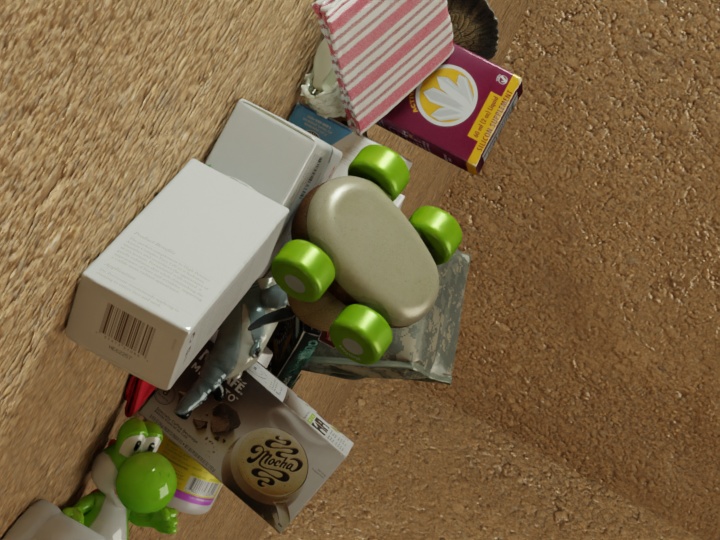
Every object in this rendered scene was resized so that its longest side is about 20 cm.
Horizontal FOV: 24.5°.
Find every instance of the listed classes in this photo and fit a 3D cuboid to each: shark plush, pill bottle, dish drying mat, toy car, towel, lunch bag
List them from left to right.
[{"bbox_3d":[-0.190,0.069,1.721,0.200,0.018,0.077,-53,169,-52],"label":"dish drying mat"},{"bbox_3d":[-0.175,0.166,1.871,0.200,0.104,0.104,-63,174,5],"label":"pill bottle"},{"bbox_3d":[-0.137,0.062,1.707,0.200,0.083,0.091,-61,-176,-5],"label":"shark plush"},{"bbox_3d":[-0.033,-0.002,1.580,0.200,0.158,0.164,-18,-151,53],"label":"toy car"},{"bbox_3d":[0.015,0.046,1.978,0.118,0.200,0.164,25,71,-56],"label":"lunch bag"},{"bbox_3d":[0.027,-0.240,1.663,0.146,0.030,0.200,-41,150,-15],"label":"towel"}]

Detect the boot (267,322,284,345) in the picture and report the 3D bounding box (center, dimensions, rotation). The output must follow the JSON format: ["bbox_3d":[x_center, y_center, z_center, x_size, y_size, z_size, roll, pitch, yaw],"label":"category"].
[{"bbox_3d":[-0.107,0.012,1.948,0.075,0.074,0.200,-65,177,-68],"label":"boot"}]

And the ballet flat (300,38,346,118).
[{"bbox_3d":[-0.002,-0.249,1.702,0.200,0.072,0.072,-65,174,8],"label":"ballet flat"}]

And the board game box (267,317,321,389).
[{"bbox_3d":[-0.080,0.033,1.975,0.135,0.028,0.200,123,-27,-47],"label":"board game box"}]

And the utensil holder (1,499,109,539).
[{"bbox_3d":[-0.248,0.332,1.520,0.170,0.200,0.170,-61,175,-9],"label":"utensil holder"}]

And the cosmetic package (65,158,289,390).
[{"bbox_3d":[-0.148,-0.001,1.364,0.200,0.102,0.074,-53,169,-52],"label":"cosmetic package"}]

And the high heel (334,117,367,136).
[{"bbox_3d":[0.016,-0.102,1.881,0.071,0.200,0.143,-20,142,-61],"label":"high heel"}]

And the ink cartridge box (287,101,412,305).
[{"bbox_3d":[-0.049,-0.062,1.806,0.200,0.128,0.125,-62,174,5],"label":"ink cartridge box"}]

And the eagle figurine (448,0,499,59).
[{"bbox_3d":[0.068,-0.265,1.959,0.152,0.151,0.200,-52,-175,-2],"label":"eagle figurine"}]

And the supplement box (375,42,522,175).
[{"bbox_3d":[0.064,-0.199,1.805,0.110,0.200,0.086,-62,173,-1],"label":"supplement box"}]

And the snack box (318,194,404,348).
[{"bbox_3d":[0.000,0.000,1.764,0.072,0.024,0.200,-58,173,-39],"label":"snack box"}]

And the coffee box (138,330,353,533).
[{"bbox_3d":[-0.121,0.166,1.765,0.113,0.200,0.080,-49,179,8],"label":"coffee box"}]

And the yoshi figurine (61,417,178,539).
[{"bbox_3d":[-0.243,0.249,1.659,0.200,0.112,0.112,-67,167,12],"label":"yoshi figurine"}]

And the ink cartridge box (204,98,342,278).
[{"bbox_3d":[-0.095,-0.072,1.566,0.146,0.084,0.200,-62,175,3],"label":"ink cartridge box"}]
